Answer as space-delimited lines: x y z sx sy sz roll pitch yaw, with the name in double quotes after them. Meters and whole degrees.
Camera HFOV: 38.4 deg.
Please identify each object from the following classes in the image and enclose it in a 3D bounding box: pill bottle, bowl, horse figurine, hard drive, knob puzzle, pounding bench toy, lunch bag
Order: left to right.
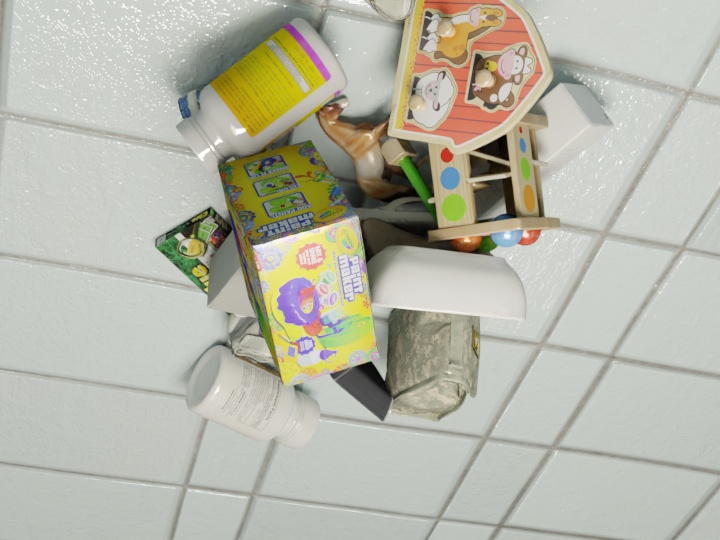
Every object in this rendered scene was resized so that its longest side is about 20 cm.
-0.168 0.209 1.655 0.200 0.115 0.114 30 124 -28 "pill bottle"
-0.121 -0.204 1.240 0.200 0.104 0.104 -38 129 -2 "pill bottle"
-0.025 0.130 1.545 0.042 0.200 0.135 -43 125 4 "hard drive"
0.031 -0.151 1.379 0.132 0.050 0.200 -14 134 11 "horse figurine"
0.114 0.115 1.517 0.117 0.165 0.200 11 155 -14 "lunch bag"
0.097 0.013 1.269 0.199 0.200 0.075 7 89 -7 "bowl"
0.126 -0.099 1.276 0.199 0.157 0.124 -7 178 33 "pounding bench toy"
0.124 -0.233 1.184 0.219 0.220 0.030 -36 158 26 "knob puzzle"

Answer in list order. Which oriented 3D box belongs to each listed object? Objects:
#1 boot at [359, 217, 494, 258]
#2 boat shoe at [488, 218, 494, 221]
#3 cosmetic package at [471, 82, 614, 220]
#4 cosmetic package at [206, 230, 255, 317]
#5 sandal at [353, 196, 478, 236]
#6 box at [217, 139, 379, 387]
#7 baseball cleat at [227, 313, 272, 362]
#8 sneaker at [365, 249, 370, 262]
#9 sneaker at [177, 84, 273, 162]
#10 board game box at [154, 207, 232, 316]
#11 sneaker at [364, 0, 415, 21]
0.103 -0.025 1.376 0.146 0.071 0.200 -10 152 24 "boot"
0.111 -0.032 1.482 0.068 0.074 0.199 40 111 -17 "boat shoe"
0.221 -0.153 1.348 0.200 0.071 0.101 -39 167 28 "cosmetic package"
-0.126 -0.015 1.408 0.106 0.091 0.200 14 148 -27 "cosmetic package"
0.071 -0.078 1.401 0.202 0.050 0.082 5 168 18 "sandal"
-0.072 -0.012 1.205 0.122 0.193 0.201 -16 125 -11 "box"
-0.105 0.073 1.513 0.199 0.107 0.070 -27 144 23 "baseball cleat"
0.000 0.000 1.414 0.084 0.200 0.075 -9 122 16 "sneaker"
-0.142 -0.167 1.338 0.085 0.077 0.200 -31 128 18 "sneaker"
-0.198 -0.002 1.521 0.105 0.024 0.200 -26 129 22 "board game box"
0.005 -0.359 1.162 0.078 0.085 0.200 -22 131 16 "sneaker"
